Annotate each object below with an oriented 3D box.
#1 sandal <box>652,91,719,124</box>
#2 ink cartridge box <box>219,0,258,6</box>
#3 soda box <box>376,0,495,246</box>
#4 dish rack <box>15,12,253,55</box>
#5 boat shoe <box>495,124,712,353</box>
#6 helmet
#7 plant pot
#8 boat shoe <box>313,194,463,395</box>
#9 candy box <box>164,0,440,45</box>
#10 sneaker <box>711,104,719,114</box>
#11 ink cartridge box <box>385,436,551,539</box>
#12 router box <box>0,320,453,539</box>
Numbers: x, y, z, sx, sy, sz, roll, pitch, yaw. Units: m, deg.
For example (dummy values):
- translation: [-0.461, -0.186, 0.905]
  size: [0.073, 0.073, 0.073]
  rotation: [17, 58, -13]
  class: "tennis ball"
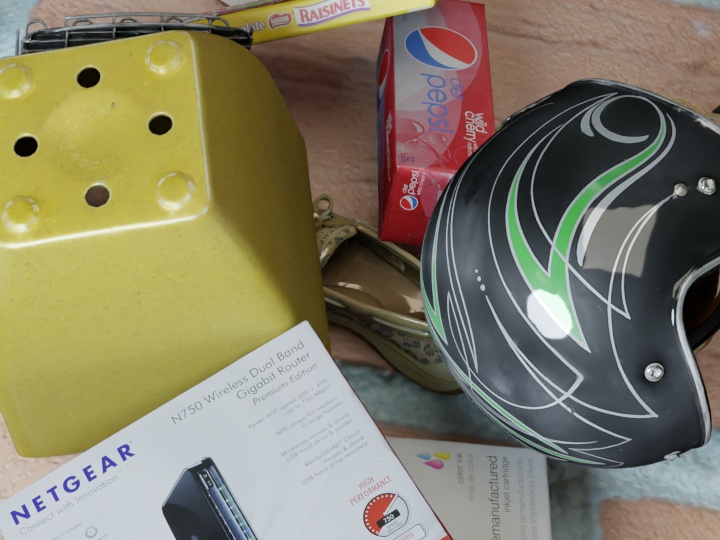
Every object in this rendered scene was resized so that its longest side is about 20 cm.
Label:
- translation: [0.189, -0.091, 1.167]
  size: [0.070, 0.212, 0.078]
  rotation: [45, 86, -14]
  class: "sandal"
- translation: [-0.055, -0.281, 1.329]
  size: [0.116, 0.068, 0.200]
  rotation: [32, 59, 10]
  class: "ink cartridge box"
- translation: [0.048, -0.101, 1.206]
  size: [0.070, 0.063, 0.200]
  rotation: [7, 40, -7]
  class: "soda box"
- translation: [-0.145, -0.117, 1.132]
  size: [0.153, 0.200, 0.055]
  rotation: [-4, 70, -13]
  class: "dish rack"
- translation: [0.141, -0.014, 1.191]
  size: [0.064, 0.071, 0.200]
  rotation: [-34, 70, -28]
  class: "boat shoe"
- translation: [0.130, 0.010, 1.039]
  size: [0.200, 0.200, 0.191]
  rotation: [32, 75, 10]
  class: "helmet"
- translation: [-0.128, -0.029, 1.037]
  size: [0.195, 0.200, 0.195]
  rotation: [-8, 65, 1]
  class: "plant pot"
- translation: [0.000, 0.000, 1.160]
  size: [0.200, 0.063, 0.073]
  rotation: [30, 57, 9]
  class: "boat shoe"
- translation: [-0.043, -0.168, 1.203]
  size: [0.200, 0.102, 0.026]
  rotation: [-10, 99, 12]
  class: "candy box"
- translation: [0.250, -0.050, 1.208]
  size: [0.082, 0.070, 0.200]
  rotation: [46, 38, -7]
  class: "sneaker"
- translation: [0.005, 0.173, 1.036]
  size: [0.200, 0.086, 0.148]
  rotation: [6, 57, -9]
  class: "ink cartridge box"
- translation: [-0.066, 0.149, 0.952]
  size: [0.200, 0.049, 0.180]
  rotation: [-31, 57, -6]
  class: "router box"
